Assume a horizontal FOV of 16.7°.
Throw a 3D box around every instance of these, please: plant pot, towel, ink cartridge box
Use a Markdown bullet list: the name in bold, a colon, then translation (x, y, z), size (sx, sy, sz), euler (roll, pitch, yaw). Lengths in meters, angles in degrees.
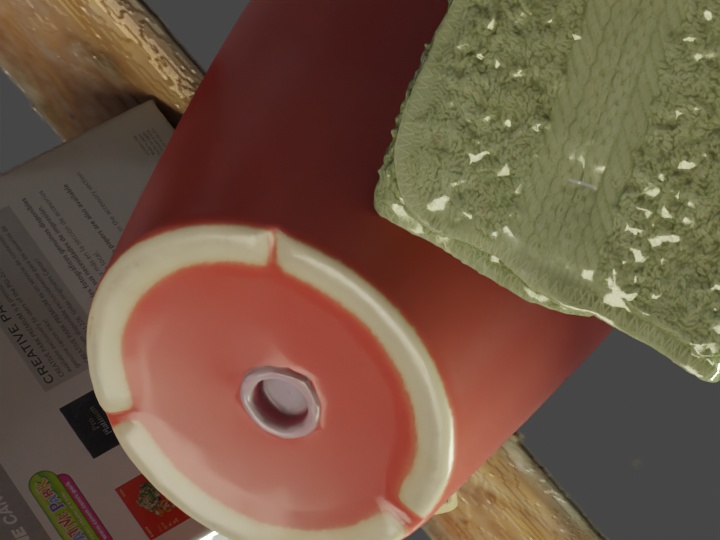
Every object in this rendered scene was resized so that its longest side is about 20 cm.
- **plant pot**: translation (0.000, 0.000, 0.910), size (0.200, 0.177, 0.201), euler (13, 126, 18)
- **towel**: translation (0.096, -0.080, 0.772), size (0.148, 0.201, 0.036), euler (24, -172, 21)
- **ink cartridge box**: translation (-0.113, 0.052, 1.065), size (0.200, 0.175, 0.084), euler (52, 155, 23)

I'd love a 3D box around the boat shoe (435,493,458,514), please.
- **boat shoe**: translation (0.021, 0.037, 1.105), size (0.064, 0.071, 0.200), euler (-4, 136, -6)
